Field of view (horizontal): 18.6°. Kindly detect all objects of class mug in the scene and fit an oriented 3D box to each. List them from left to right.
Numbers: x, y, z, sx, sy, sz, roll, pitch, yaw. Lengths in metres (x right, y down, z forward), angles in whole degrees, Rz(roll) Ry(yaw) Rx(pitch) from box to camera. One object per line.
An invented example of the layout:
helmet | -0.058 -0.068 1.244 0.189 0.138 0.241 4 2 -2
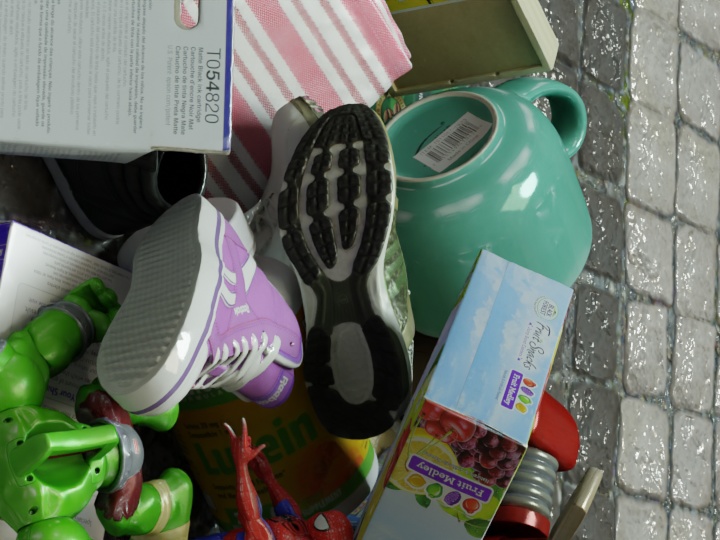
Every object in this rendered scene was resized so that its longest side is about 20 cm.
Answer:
mug | 0.070 -0.060 1.470 0.186 0.151 0.115 -83 154 -45

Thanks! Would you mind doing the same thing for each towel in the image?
towel | -0.071 -0.128 1.397 0.200 0.030 0.147 -41 122 -12

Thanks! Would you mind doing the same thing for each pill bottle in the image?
pill bottle | -0.074 0.062 1.361 0.111 0.110 0.201 -47 122 -44

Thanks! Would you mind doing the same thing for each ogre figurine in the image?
ogre figurine | -0.148 0.100 1.165 0.119 0.098 0.202 2 83 -49

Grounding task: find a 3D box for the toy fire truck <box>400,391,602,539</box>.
toy fire truck | 0.107 0.149 1.515 0.129 0.199 0.177 39 56 -43

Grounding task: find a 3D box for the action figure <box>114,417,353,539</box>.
action figure | -0.087 0.136 1.262 0.065 0.199 0.100 -6 87 -53

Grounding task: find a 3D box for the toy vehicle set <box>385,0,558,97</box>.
toy vehicle set | 0.037 -0.200 1.437 0.200 0.123 0.027 58 37 -40

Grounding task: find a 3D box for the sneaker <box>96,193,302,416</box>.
sneaker | -0.075 0.042 1.199 0.114 0.072 0.201 51 21 -18

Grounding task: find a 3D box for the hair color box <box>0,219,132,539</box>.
hair color box | -0.193 0.085 1.240 0.109 0.064 0.202 26 64 -47

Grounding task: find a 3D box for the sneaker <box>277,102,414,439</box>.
sneaker | 0.000 0.000 1.340 0.089 0.076 0.202 0 88 -72

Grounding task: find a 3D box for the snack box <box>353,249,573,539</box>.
snack box | 0.046 0.116 1.249 0.169 0.067 0.201 -64 178 -57

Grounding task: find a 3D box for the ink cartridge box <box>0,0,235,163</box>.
ink cartridge box | -0.170 -0.162 1.232 0.198 0.041 0.201 4 81 -13

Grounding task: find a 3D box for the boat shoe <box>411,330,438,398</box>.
boat shoe | 0.053 0.058 1.506 0.065 0.072 0.200 56 3 -44

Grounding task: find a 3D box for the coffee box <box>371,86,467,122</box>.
coffee box | -0.003 -0.111 1.531 0.200 0.044 0.124 31 63 -46

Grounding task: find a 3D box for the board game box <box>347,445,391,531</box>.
board game box | 0.010 0.239 1.386 0.199 0.061 0.202 -28 109 -50

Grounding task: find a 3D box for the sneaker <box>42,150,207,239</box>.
sneaker | -0.158 -0.104 1.281 0.201 0.099 0.071 57 47 -30

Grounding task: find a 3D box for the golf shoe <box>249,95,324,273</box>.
golf shoe | -0.038 -0.017 1.402 0.092 0.073 0.201 -22 131 -17

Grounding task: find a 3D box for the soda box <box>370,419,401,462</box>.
soda box | -0.026 0.185 1.448 0.068 0.064 0.201 53 46 -35
